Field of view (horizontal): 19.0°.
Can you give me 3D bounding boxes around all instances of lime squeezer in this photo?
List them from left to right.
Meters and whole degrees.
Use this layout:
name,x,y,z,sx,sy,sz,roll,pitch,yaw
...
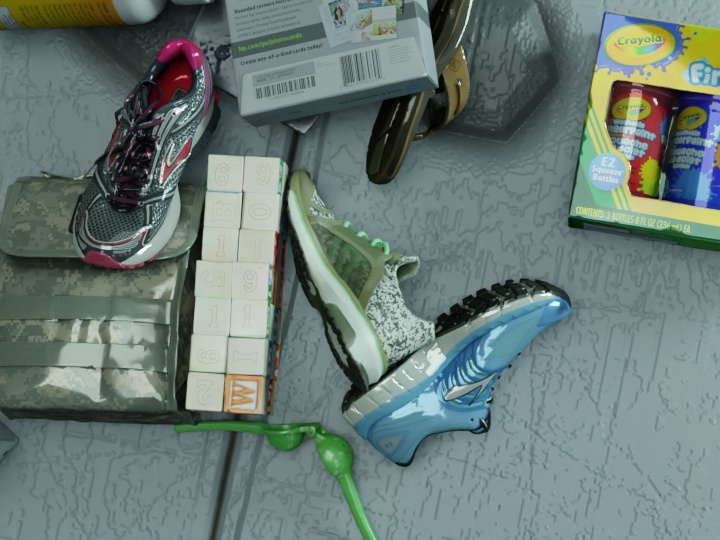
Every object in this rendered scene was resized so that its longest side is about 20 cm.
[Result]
name,x,y,z,sx,sy,sz,roll,pitch,yaw
lime squeezer,-0.050,0.150,1.722,0.199,0.038,0.071,31,120,8

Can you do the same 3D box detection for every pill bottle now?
name,x,y,z,sx,sy,sz,roll,pitch,yaw
pill bottle,-0.216,-0.251,1.725,0.199,0.111,0.112,-1,84,14

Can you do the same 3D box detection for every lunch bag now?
name,x,y,z,sx,sy,sz,roll,pitch,yaw
lunch bag,-0.206,0.017,1.708,0.163,0.118,0.201,2,79,7

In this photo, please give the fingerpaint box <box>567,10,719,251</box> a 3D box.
name,x,y,z,sx,sy,sz,roll,pitch,yaw
fingerpaint box,0.273,-0.102,1.684,0.199,0.073,0.168,11,86,7

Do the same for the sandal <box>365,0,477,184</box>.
name,x,y,z,sx,sy,sz,roll,pitch,yaw
sandal,0.065,-0.156,1.723,0.054,0.082,0.201,28,81,-13

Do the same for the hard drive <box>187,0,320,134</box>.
name,x,y,z,sx,sy,sz,roll,pitch,yaw
hard drive,-0.047,-0.223,1.748,0.134,0.042,0.201,28,89,8

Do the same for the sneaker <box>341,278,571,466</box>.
name,x,y,z,sx,sy,sz,roll,pitch,yaw
sneaker,0.085,0.081,1.700,0.200,0.078,0.090,-35,100,5

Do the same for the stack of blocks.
name,x,y,z,sx,sy,sz,roll,pitch,yaw
stack of blocks,-0.094,0.012,1.691,0.058,0.115,0.201,4,85,4

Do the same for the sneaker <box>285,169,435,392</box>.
name,x,y,z,sx,sy,sz,roll,pitch,yaw
sneaker,0.000,0.000,1.696,0.088,0.077,0.201,-18,61,-11

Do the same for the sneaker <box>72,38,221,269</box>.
name,x,y,z,sx,sy,sz,roll,pitch,yaw
sneaker,-0.171,-0.090,1.662,0.080,0.075,0.201,13,60,10

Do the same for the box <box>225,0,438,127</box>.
name,x,y,z,sx,sy,sz,roll,pitch,yaw
box,-0.029,-0.226,1.692,0.155,0.041,0.201,-12,77,14

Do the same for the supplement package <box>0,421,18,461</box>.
name,x,y,z,sx,sy,sz,roll,pitch,yaw
supplement package,-0.393,0.111,1.717,0.200,0.117,0.117,42,89,8
